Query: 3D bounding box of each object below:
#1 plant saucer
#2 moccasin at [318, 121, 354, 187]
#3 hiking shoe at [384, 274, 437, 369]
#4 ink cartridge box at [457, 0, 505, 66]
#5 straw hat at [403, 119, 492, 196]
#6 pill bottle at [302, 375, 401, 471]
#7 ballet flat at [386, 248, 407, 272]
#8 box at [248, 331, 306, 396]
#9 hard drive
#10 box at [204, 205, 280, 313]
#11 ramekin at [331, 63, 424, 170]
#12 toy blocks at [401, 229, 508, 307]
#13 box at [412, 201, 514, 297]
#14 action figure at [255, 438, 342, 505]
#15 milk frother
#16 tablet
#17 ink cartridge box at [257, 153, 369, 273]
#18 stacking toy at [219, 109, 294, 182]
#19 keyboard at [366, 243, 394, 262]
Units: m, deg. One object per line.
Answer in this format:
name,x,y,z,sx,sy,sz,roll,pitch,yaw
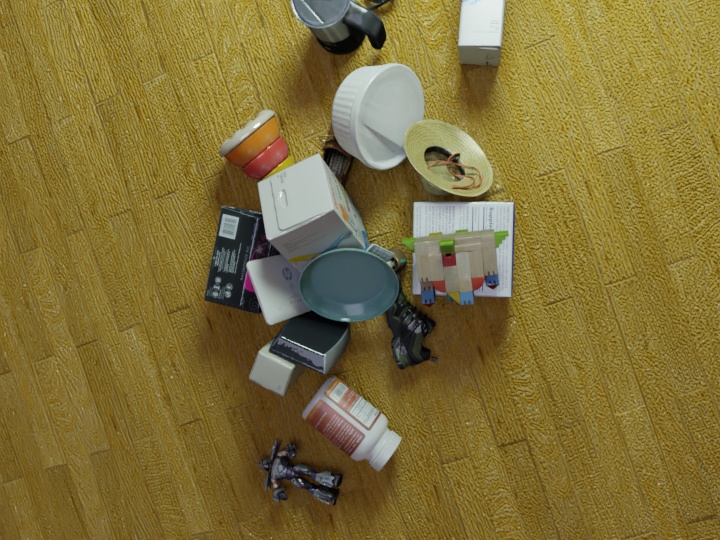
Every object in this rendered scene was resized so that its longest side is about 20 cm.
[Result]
plant saucer,-0.023,0.023,1.298,0.197,0.036,0.202,1,134,1
moccasin,-0.049,-0.253,1.370,0.073,0.078,0.204,20,97,9
hiking shoe,0.105,0.101,1.375,0.099,0.076,0.203,-10,100,2
ink cartridge box,0.237,-0.512,1.267,0.083,0.145,0.203,5,95,11
straw hat,0.161,-0.200,1.327,0.200,0.201,0.085,37,141,6
pill bottle,-0.016,0.323,1.383,0.199,0.112,0.113,38,99,6
ballet flat,0.000,0.000,1.380,0.197,0.072,0.069,-11,96,11
box,-0.147,0.173,1.350,0.081,0.200,0.069,25,109,7
hard drive,-0.094,0.133,1.339,0.133,0.200,0.043,23,110,7
box,-0.238,-0.025,1.402,0.130,0.115,0.203,13,95,11
ramekin,0.029,-0.307,1.299,0.094,0.201,0.205,23,98,39
toy blocks,0.183,0.002,1.239,0.197,0.100,0.139,-6,104,12
box,0.206,-0.045,1.322,0.197,0.105,0.187,2,94,11
action figure,-0.139,0.445,1.437,0.197,0.069,0.132,14,101,12
milk frother,-0.021,-0.546,1.292,0.178,0.188,0.203,9,95,9
tablet,-0.147,0.029,1.349,0.014,0.199,0.132,-21,88,32
ink cartridge box,-0.088,-0.096,1.303,0.143,0.200,0.149,-24,56,12
stacking toy,-0.188,-0.222,1.393,0.145,0.146,0.201,-35,106,10
keyboard,-0.013,0.018,1.343,0.056,0.011,0.200,27,125,-27
